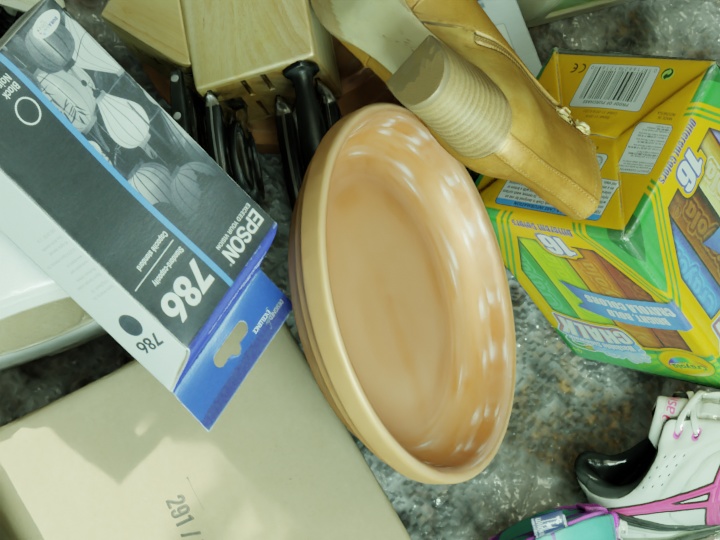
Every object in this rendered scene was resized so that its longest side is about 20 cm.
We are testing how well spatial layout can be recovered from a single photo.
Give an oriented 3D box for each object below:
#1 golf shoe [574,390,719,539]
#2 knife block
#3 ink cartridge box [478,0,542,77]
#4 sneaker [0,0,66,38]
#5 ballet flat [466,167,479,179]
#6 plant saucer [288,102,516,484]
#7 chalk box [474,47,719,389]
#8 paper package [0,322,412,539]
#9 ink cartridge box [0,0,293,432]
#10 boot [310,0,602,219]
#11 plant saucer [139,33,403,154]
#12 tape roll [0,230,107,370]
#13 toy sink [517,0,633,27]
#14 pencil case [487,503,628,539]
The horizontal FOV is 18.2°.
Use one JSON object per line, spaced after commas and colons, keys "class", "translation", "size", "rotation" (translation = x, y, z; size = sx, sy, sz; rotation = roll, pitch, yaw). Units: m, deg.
{"class": "golf shoe", "translation": [0.207, 0.103, 1.262], "size": [0.092, 0.200, 0.073], "rotation": [45, 36, -14]}
{"class": "knife block", "translation": [-0.042, -0.128, 1.230], "size": [0.175, 0.064, 0.200], "rotation": [31, 82, 20]}
{"class": "ink cartridge box", "translation": [0.005, -0.181, 1.355], "size": [0.162, 0.050, 0.201], "rotation": [-17, 84, -22]}
{"class": "sneaker", "translation": [-0.251, -0.201, 1.261], "size": [0.199, 0.070, 0.094], "rotation": [20, 76, -9]}
{"class": "ballet flat", "translation": [0.069, -0.046, 1.332], "size": [0.074, 0.074, 0.200], "rotation": [33, 64, -7]}
{"class": "plant saucer", "translation": [0.020, 0.014, 1.171], "size": [0.200, 0.037, 0.201], "rotation": [32, 52, -52]}
{"class": "chalk box", "translation": [0.174, -0.017, 1.304], "size": [0.200, 0.125, 0.124], "rotation": [49, 63, -39]}
{"class": "paper package", "translation": [-0.089, 0.141, 1.204], "size": [0.190, 0.103, 0.200], "rotation": [-28, 85, -23]}
{"class": "ink cartridge box", "translation": [-0.110, -0.027, 1.067], "size": [0.200, 0.039, 0.100], "rotation": [45, 47, -15]}
{"class": "boot", "translation": [0.052, -0.113, 1.216], "size": [0.144, 0.071, 0.201], "rotation": [33, 23, -41]}
{"class": "plant saucer", "translation": [-0.039, -0.166, 1.292], "size": [0.199, 0.032, 0.201], "rotation": [-4, 73, 13]}
{"class": "tape roll", "translation": [-0.180, -0.001, 1.161], "size": [0.202, 0.202, 0.071], "rotation": [-18, 80, -22]}
{"class": "toy sink", "translation": [0.169, -0.235, 1.343], "size": [0.130, 0.200, 0.112], "rotation": [-16, 80, -23]}
{"class": "pencil case", "translation": [0.137, 0.231, 1.263], "size": [0.092, 0.085, 0.201], "rotation": [-23, 83, 7]}
